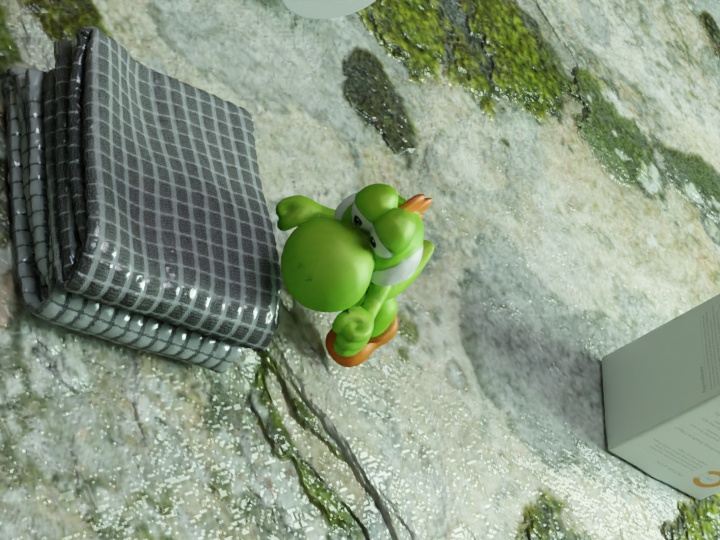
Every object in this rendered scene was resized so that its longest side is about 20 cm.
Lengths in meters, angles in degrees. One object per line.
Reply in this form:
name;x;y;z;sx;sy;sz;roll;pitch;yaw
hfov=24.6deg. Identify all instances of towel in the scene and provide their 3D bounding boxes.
towel;-0.137;-0.048;1.076;0.165;0.085;0.201;18;52;-40

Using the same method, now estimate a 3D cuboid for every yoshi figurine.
yoshi figurine;-0.015;0.002;1.110;0.112;0.200;0.112;20;71;1

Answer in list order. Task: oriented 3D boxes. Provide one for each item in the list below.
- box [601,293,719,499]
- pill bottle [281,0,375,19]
box;0.317;0.095;1.376;0.124;0.200;0.098;30;45;-31
pill bottle;-0.038;-0.312;1.345;0.119;0.119;0.201;13;56;-42
